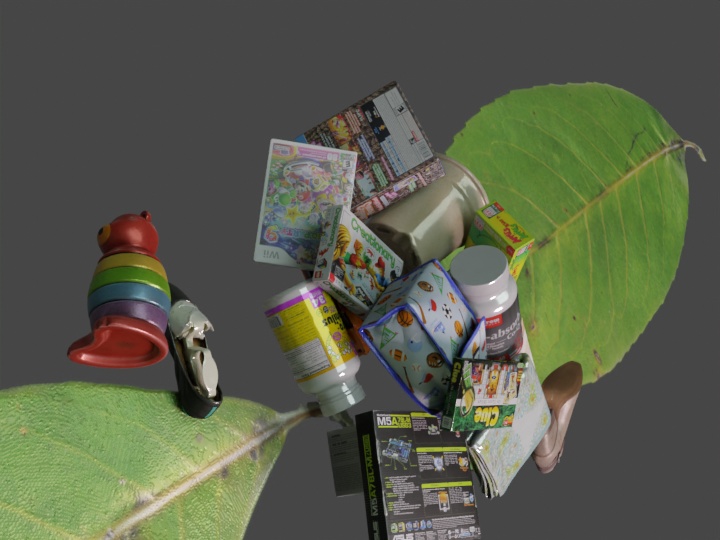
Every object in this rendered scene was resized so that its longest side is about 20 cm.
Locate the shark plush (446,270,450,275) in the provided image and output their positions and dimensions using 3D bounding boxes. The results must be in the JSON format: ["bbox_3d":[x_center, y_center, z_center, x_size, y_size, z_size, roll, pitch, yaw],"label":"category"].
[{"bbox_3d":[0.150,0.047,1.480,0.200,0.091,0.084,-2,102,-53],"label":"shark plush"}]

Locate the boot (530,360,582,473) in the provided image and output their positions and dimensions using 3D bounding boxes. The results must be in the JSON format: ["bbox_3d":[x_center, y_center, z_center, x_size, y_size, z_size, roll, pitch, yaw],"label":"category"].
[{"bbox_3d":[0.385,0.294,1.678,0.200,0.070,0.147,-45,138,-35],"label":"boot"}]

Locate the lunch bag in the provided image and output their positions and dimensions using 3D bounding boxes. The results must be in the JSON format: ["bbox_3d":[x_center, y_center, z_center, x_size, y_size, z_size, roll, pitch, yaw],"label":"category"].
[{"bbox_3d":[0.116,0.110,1.310,0.200,0.124,0.170,55,32,-9],"label":"lunch bag"}]

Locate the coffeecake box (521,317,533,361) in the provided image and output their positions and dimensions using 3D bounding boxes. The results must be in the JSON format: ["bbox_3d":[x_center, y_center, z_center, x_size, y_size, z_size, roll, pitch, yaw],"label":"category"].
[{"bbox_3d":[0.269,0.209,1.565,0.154,0.073,0.201,-68,148,-41],"label":"coffeecake box"}]

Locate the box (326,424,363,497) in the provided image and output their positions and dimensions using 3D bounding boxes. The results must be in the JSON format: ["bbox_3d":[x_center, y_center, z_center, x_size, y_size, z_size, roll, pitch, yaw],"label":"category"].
[{"bbox_3d":[0.061,0.290,1.348,0.199,0.112,0.102,4,71,-43],"label":"box"}]

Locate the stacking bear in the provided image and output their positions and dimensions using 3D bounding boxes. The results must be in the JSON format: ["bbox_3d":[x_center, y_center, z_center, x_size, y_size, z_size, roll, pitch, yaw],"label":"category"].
[{"bbox_3d":[-0.306,0.015,1.117,0.113,0.121,0.201,19,52,-36],"label":"stacking bear"}]

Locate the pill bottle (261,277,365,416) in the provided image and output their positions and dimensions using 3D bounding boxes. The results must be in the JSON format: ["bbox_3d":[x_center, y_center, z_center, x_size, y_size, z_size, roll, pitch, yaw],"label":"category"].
[{"bbox_3d":[-0.066,0.118,1.308,0.104,0.104,0.201,-26,91,-48],"label":"pill bottle"}]

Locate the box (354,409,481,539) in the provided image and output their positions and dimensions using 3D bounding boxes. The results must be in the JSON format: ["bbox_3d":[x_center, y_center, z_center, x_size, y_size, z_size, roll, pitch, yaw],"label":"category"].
[{"bbox_3d":[0.087,0.305,1.253,0.199,0.047,0.194,9,64,-42],"label":"box"}]

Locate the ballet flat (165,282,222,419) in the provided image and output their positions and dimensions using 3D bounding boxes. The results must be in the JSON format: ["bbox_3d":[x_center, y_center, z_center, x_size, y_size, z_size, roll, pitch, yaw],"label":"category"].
[{"bbox_3d":[-0.230,0.103,1.175,0.068,0.068,0.201,-12,80,-47],"label":"ballet flat"}]

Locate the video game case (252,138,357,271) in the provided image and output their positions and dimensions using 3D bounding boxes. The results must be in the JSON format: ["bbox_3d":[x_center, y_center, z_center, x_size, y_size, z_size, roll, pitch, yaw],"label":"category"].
[{"bbox_3d":[-0.087,-0.102,1.359,0.142,0.018,0.201,8,82,-7],"label":"video game case"}]

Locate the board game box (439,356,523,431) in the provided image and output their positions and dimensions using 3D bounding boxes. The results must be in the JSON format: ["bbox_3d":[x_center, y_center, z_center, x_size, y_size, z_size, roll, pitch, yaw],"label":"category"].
[{"bbox_3d":[0.185,0.184,1.271,0.200,0.023,0.105,10,93,-54],"label":"board game box"}]

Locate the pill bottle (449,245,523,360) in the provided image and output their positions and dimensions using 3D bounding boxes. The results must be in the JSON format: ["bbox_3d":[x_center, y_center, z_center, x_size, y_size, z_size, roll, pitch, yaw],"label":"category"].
[{"bbox_3d":[0.208,0.062,1.429,0.201,0.115,0.116,73,30,-42],"label":"pill bottle"}]

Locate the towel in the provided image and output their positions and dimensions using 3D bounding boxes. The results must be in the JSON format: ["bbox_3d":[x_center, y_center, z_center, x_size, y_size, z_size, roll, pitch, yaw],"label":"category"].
[{"bbox_3d":[0.248,0.263,1.424,0.200,0.048,0.172,-51,138,-26],"label":"towel"}]

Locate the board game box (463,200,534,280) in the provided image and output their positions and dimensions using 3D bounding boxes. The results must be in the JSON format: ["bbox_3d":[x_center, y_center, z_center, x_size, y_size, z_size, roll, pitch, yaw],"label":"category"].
[{"bbox_3d":[0.234,-0.018,1.514,0.047,0.200,0.102,-30,62,-26],"label":"board game box"}]

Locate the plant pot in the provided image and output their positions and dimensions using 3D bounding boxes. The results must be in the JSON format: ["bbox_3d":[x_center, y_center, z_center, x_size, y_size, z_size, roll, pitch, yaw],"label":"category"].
[{"bbox_3d":[0.102,-0.080,1.530,0.201,0.200,0.184,53,55,-13],"label":"plant pot"}]

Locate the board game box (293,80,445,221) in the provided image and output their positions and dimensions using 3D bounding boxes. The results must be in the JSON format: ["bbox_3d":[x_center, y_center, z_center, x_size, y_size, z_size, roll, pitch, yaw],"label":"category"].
[{"bbox_3d":[0.017,-0.190,1.435,0.160,0.199,0.097,64,8,15],"label":"board game box"}]

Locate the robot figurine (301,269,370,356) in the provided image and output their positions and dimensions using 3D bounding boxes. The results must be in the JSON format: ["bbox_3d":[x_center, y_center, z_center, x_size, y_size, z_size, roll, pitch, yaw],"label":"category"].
[{"bbox_3d":[-0.027,0.037,1.421,0.145,0.058,0.201,-40,101,-48],"label":"robot figurine"}]

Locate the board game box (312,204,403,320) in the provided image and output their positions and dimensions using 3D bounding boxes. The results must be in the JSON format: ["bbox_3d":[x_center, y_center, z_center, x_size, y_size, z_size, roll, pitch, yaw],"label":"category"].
[{"bbox_3d":[0.000,0.000,1.349,0.200,0.034,0.127,40,53,-49],"label":"board game box"}]
